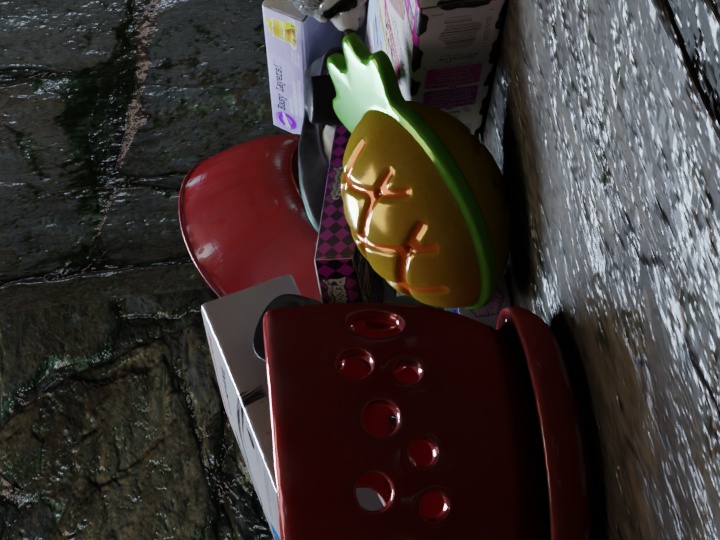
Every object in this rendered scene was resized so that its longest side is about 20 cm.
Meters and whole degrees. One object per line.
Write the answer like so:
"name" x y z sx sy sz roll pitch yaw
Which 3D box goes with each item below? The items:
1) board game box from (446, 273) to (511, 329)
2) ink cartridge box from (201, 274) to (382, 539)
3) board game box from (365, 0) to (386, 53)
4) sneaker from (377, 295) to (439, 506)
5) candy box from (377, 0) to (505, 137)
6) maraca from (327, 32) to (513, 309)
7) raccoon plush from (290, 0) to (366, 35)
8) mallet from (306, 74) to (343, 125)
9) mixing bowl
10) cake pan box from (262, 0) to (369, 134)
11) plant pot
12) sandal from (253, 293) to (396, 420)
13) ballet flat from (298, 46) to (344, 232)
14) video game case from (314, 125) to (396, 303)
"board game box" 0.095 0.132 1.091 0.201 0.041 0.202 91 172 -62
"ink cartridge box" -0.053 0.128 1.176 0.147 0.083 0.201 83 164 -46
"board game box" 0.040 -0.147 1.310 0.200 0.041 0.203 101 161 -77
"sneaker" 0.043 0.111 1.086 0.202 0.069 0.081 -88 -8 -49
"candy box" 0.051 -0.189 1.031 0.200 0.060 0.138 91 171 -67
"maraca" 0.034 -0.064 0.999 0.202 0.106 0.137 61 159 1
"raccoon plush" -0.008 -0.291 1.177 0.097 0.132 0.203 98 165 -80
"mallet" 0.010 -0.137 1.130 0.200 0.065 0.042 -176 84 -74
"mixing bowl" -0.059 -0.051 1.381 0.108 0.199 0.202 -38 48 37
"cake pan box" -0.025 -0.260 1.464 0.201 0.052 0.185 -59 -15 -26
"plant pot" 0.036 0.113 0.888 0.200 0.180 0.203 172 90 -86
"sandal" -0.009 0.055 1.055 0.045 0.198 0.076 38 -110 -49
"ballet flat" -0.019 -0.124 1.336 0.073 0.072 0.202 88 179 -53
"video game case" 0.000 0.000 1.213 0.201 0.035 0.183 -83 -13 -51
